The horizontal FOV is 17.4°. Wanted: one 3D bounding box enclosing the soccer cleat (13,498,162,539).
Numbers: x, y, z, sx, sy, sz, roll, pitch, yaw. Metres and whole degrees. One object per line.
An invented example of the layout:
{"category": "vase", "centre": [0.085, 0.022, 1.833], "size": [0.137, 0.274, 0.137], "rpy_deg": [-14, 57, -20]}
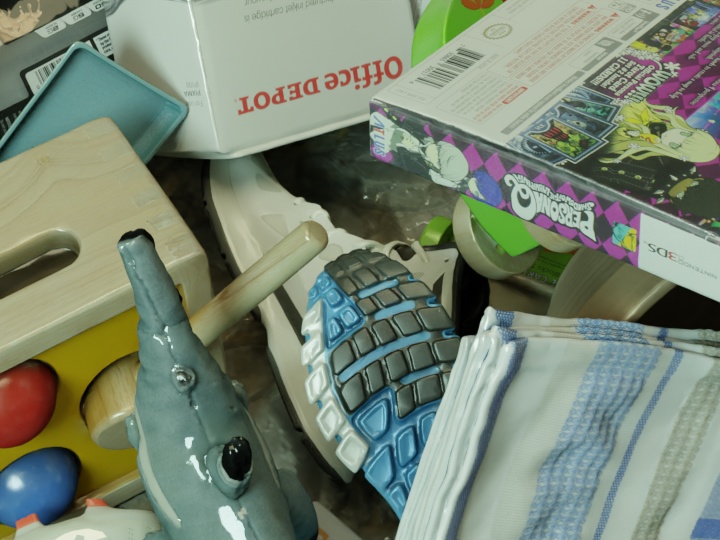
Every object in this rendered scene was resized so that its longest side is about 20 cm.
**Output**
{"category": "soccer cleat", "centre": [-0.174, 0.173, 1.080], "size": [0.200, 0.069, 0.078], "rpy_deg": [-24, 59, -5]}

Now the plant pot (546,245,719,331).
{"category": "plant pot", "centre": [0.152, 0.031, 1.079], "size": [0.200, 0.201, 0.093], "rpy_deg": [-24, 47, -14]}

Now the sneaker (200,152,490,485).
{"category": "sneaker", "centre": [0.000, 0.000, 1.171], "size": [0.115, 0.076, 0.201], "rpy_deg": [-28, 58, 5]}

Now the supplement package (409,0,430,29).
{"category": "supplement package", "centre": [0.040, -0.194, 1.294], "size": [0.121, 0.120, 0.200], "rpy_deg": [-25, 53, -32]}

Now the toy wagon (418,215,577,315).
{"category": "toy wagon", "centre": [0.106, 0.007, 1.199], "size": [0.155, 0.040, 0.200], "rpy_deg": [21, 58, 20]}

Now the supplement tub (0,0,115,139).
{"category": "supplement tub", "centre": [-0.157, -0.124, 1.268], "size": [0.200, 0.123, 0.123], "rpy_deg": [-30, 56, -18]}

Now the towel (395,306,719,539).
{"category": "towel", "centre": [0.105, 0.090, 0.996], "size": [0.200, 0.147, 0.024], "rpy_deg": [6, 21, -37]}

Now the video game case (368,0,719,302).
{"category": "video game case", "centre": [0.133, -0.077, 1.030], "size": [0.181, 0.036, 0.200], "rpy_deg": [23, 42, 29]}

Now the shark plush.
{"category": "shark plush", "centre": [-0.054, 0.074, 1.007], "size": [0.091, 0.201, 0.083], "rpy_deg": [-11, 15, -19]}

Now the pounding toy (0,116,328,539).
{"category": "pounding toy", "centre": [-0.128, 0.035, 1.103], "size": [0.200, 0.184, 0.142], "rpy_deg": [-26, 55, -15]}

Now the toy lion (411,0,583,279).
{"category": "toy lion", "centre": [0.097, -0.118, 1.150], "size": [0.200, 0.069, 0.192], "rpy_deg": [-30, 94, -40]}

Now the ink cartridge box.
{"category": "ink cartridge box", "centre": [-0.059, -0.168, 1.198], "size": [0.146, 0.201, 0.083], "rpy_deg": [-19, 14, -39]}

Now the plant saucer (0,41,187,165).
{"category": "plant saucer", "centre": [-0.171, -0.024, 1.163], "size": [0.200, 0.070, 0.019], "rpy_deg": [-51, 31, 15]}

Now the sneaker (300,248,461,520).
{"category": "sneaker", "centre": [0.034, 0.083, 1.080], "size": [0.075, 0.087, 0.200], "rpy_deg": [-26, 91, 5]}

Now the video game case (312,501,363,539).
{"category": "video game case", "centre": [-0.030, 0.220, 1.055], "size": [0.200, 0.022, 0.182], "rpy_deg": [-39, 59, -23]}
